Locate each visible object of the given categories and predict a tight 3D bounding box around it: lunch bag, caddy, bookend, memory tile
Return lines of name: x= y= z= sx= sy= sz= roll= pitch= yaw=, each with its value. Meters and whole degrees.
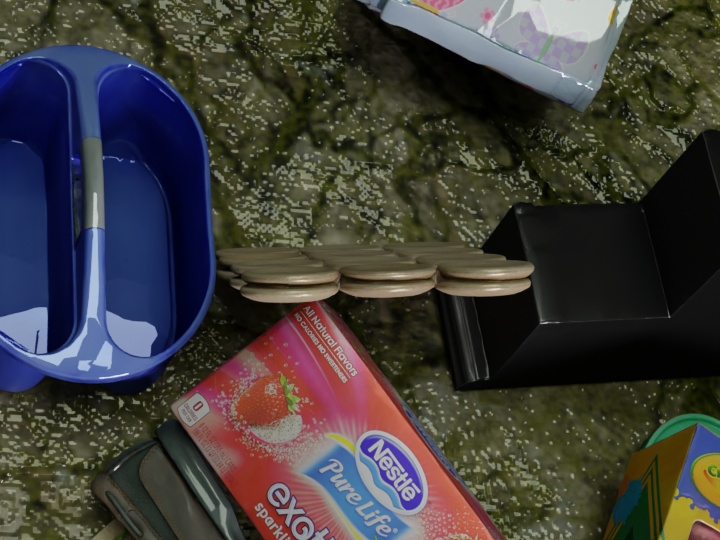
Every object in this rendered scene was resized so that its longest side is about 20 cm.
lunch bag: x=0.085 y=-0.205 z=1.132 sx=0.168 sy=0.127 sz=0.201 roll=21 pitch=51 yaw=-10
caddy: x=-0.154 y=-0.026 z=0.972 sx=0.140 sy=0.105 sz=0.202 roll=2 pitch=64 yaw=-18
bookend: x=0.167 y=-0.014 z=1.021 sx=0.198 sy=0.199 sz=0.093 roll=-3 pitch=66 yaw=-18
memory tile: x=0.000 y=0.000 z=0.961 sx=0.152 sy=0.200 sz=0.017 roll=-2 pitch=95 yaw=-10

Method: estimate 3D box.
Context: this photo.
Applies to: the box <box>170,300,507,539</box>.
box: x=0.001 y=0.123 z=0.940 sx=0.099 sy=0.095 sz=0.201 roll=-37 pitch=79 yaw=1

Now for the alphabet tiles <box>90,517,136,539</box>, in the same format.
alphabet tiles: x=-0.113 y=0.226 z=0.922 sx=0.166 sy=0.006 sz=0.200 roll=45 pitch=60 yaw=6

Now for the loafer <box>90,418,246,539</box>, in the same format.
loafer: x=-0.073 y=0.176 z=0.927 sx=0.063 sy=0.072 sz=0.201 roll=-29 pitch=69 yaw=-8

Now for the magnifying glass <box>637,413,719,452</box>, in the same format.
magnifying glass: x=0.181 y=0.172 z=1.037 sx=0.079 sy=0.022 sz=0.201 roll=29 pitch=60 yaw=-5

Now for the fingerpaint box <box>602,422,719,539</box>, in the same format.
fingerpaint box: x=0.224 y=0.210 z=0.986 sx=0.199 sy=0.073 sz=0.168 roll=33 pitch=59 yaw=-11
